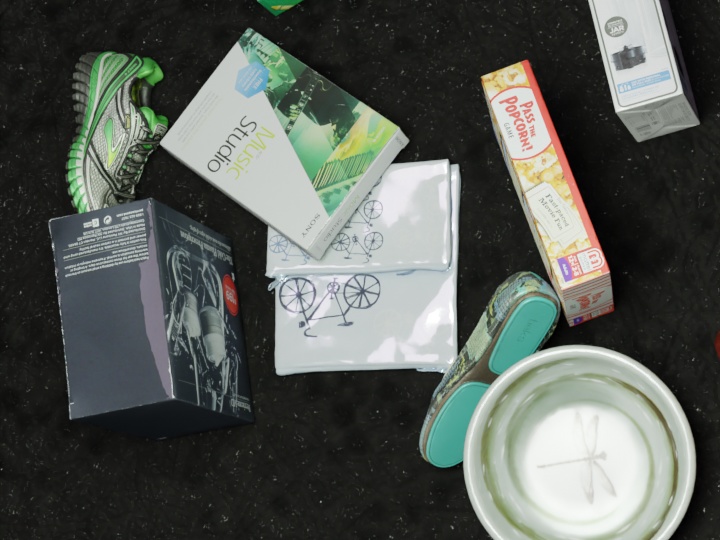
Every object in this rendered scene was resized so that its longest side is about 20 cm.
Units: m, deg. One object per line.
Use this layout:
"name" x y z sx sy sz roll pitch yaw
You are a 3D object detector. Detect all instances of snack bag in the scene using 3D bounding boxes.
"snack bag" 0.000 0.000 1.763 0.188 0.021 0.200 -2 79 17

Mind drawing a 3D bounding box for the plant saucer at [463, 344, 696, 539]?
"plant saucer" 0.191 0.165 1.646 0.200 0.050 0.200 -1 87 12

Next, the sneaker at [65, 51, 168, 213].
"sneaker" -0.232 -0.118 1.831 0.085 0.078 0.200 -3 79 17

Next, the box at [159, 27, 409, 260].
"box" -0.073 -0.121 1.787 0.200 0.036 0.144 35 87 24

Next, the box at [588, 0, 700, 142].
"box" 0.240 -0.226 1.676 0.060 0.117 0.200 -16 75 15

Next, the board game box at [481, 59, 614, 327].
"board game box" 0.163 -0.063 1.650 0.046 0.152 0.200 -20 75 4

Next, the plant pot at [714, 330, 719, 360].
"plant pot" 0.399 0.100 1.532 0.200 0.176 0.200 -21 75 14

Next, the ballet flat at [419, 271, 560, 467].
"ballet flat" 0.112 0.085 1.685 0.074 0.074 0.200 42 113 20

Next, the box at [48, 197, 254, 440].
"box" -0.185 0.049 1.720 0.104 0.200 0.182 -11 77 15

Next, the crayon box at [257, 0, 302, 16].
"crayon box" -0.078 -0.363 1.835 0.119 0.058 0.200 -28 73 12
